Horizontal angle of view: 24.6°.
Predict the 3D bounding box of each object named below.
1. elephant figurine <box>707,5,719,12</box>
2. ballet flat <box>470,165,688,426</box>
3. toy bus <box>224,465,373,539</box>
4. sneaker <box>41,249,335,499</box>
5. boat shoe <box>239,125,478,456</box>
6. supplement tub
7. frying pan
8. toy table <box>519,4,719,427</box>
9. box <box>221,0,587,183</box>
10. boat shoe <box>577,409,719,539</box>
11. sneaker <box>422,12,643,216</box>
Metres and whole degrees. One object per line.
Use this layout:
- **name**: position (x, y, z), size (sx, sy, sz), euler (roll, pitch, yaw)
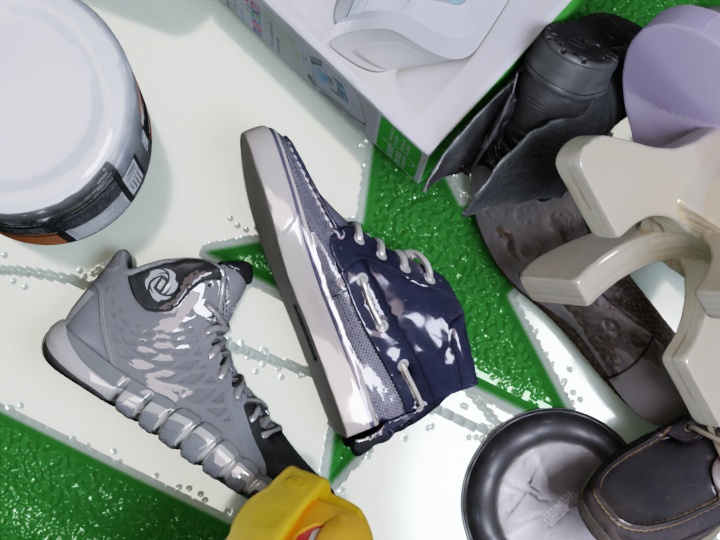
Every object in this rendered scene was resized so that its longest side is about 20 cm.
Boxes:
- **elephant figurine**: position (0.276, -0.046, 0.971), size (0.141, 0.155, 0.201), euler (-6, 119, 28)
- **ballet flat**: position (0.137, 0.008, 0.998), size (0.067, 0.046, 0.200), euler (-41, 84, 18)
- **toy bus**: position (0.008, 0.228, 0.870), size (0.191, 0.136, 0.201), euler (14, 121, 20)
- **sneaker**: position (-0.077, 0.056, 0.964), size (0.199, 0.075, 0.116), euler (34, 83, 0)
- **boat shoe**: position (0.000, 0.000, 0.978), size (0.092, 0.075, 0.201), euler (-21, 96, -11)
- **supplement tub**: position (-0.177, -0.078, 0.901), size (0.121, 0.200, 0.124), euler (0, 87, -4)
- **frying pan**: position (0.131, 0.176, 0.994), size (0.114, 0.031, 0.191), euler (-20, 85, -3)
- **toy table**: position (0.179, -0.024, 0.886), size (0.117, 0.183, 0.200), euler (-45, 105, -26)
- **box**: position (0.039, -0.187, 0.967), size (0.176, 0.097, 0.200), euler (44, 84, 3)
- **boat shoe**: position (0.204, 0.099, 0.939), size (0.199, 0.074, 0.075), euler (-20, 53, -36)
- **sneaker**: position (0.117, -0.089, 0.954), size (0.060, 0.199, 0.105), euler (37, 115, 21)
